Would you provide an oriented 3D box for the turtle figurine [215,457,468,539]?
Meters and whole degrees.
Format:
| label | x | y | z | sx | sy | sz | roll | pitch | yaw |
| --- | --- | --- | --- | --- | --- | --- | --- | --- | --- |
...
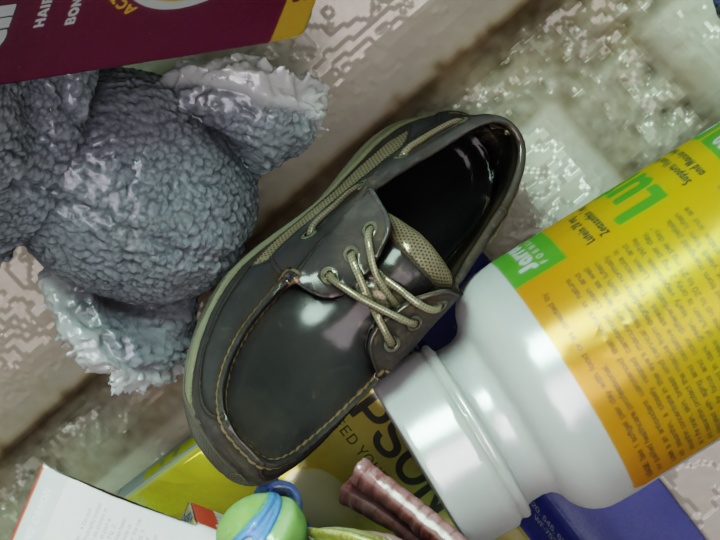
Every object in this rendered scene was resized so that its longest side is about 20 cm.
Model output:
| label | x | y | z | sx | sy | sz | roll | pitch | yaw |
| --- | --- | --- | --- | --- | --- | --- | --- | --- | --- |
| turtle figurine | 0.016 | 0.181 | 0.950 | 0.194 | 0.200 | 0.144 | 32 | 105 | -18 |

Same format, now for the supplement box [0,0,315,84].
| label | x | y | z | sx | sy | sz | roll | pitch | yaw |
| --- | --- | --- | --- | --- | --- | --- | --- | --- | --- |
| supplement box | -0.103 | -0.147 | 0.872 | 0.200 | 0.103 | 0.131 | -13 | 147 | -32 |

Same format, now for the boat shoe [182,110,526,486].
| label | x | y | z | sx | sy | sz | roll | pitch | yaw |
| --- | --- | --- | --- | --- | --- | --- | --- | --- | --- |
| boat shoe | 0.000 | 0.000 | 0.995 | 0.074 | 0.073 | 0.200 | 43 | 55 | -13 |

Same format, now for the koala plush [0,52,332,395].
| label | x | y | z | sx | sy | sz | roll | pitch | yaw |
| --- | --- | --- | --- | --- | --- | --- | --- | --- | --- |
| koala plush | -0.126 | -0.047 | 0.999 | 0.200 | 0.184 | 0.177 | 28 | 103 | -18 |

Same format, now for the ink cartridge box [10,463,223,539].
| label | x | y | z | sx | sy | sz | roll | pitch | yaw |
| --- | --- | --- | --- | --- | --- | --- | --- | --- | --- |
| ink cartridge box | -0.060 | 0.161 | 1.044 | 0.200 | 0.050 | 0.109 | 23 | 93 | -9 |

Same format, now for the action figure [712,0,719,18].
| label | x | y | z | sx | sy | sz | roll | pitch | yaw |
| --- | --- | --- | --- | --- | --- | --- | --- | --- | --- |
| action figure | 0.197 | -0.140 | 0.951 | 0.104 | 0.200 | 0.194 | 14 | 97 | 0 |

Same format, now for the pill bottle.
| label | x | y | z | sx | sy | sz | roll | pitch | yaw |
| --- | --- | --- | --- | --- | --- | --- | --- | --- | --- |
| pill bottle | 0.109 | 0.027 | 1.020 | 0.200 | 0.111 | 0.111 | -32 | 101 | -2 |

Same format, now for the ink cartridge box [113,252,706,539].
| label | x | y | z | sx | sy | sz | roll | pitch | yaw |
| --- | --- | --- | --- | --- | --- | --- | --- | --- | --- |
| ink cartridge box | 0.025 | 0.120 | 1.093 | 0.200 | 0.047 | 0.198 | -37 | 100 | 10 |
